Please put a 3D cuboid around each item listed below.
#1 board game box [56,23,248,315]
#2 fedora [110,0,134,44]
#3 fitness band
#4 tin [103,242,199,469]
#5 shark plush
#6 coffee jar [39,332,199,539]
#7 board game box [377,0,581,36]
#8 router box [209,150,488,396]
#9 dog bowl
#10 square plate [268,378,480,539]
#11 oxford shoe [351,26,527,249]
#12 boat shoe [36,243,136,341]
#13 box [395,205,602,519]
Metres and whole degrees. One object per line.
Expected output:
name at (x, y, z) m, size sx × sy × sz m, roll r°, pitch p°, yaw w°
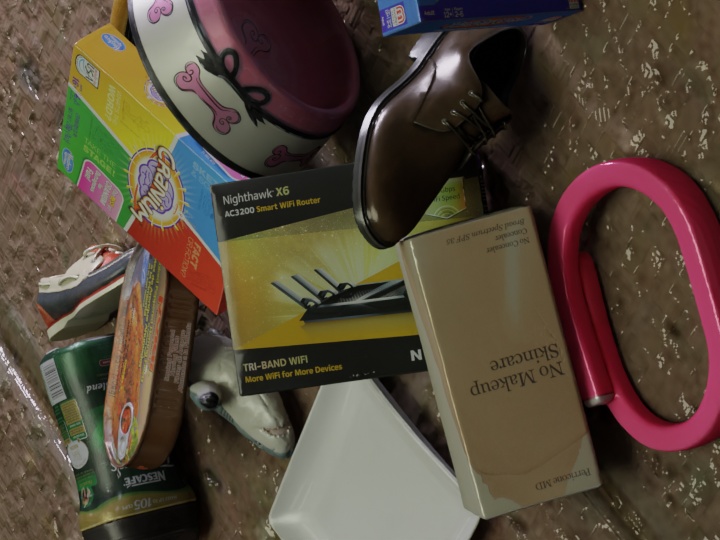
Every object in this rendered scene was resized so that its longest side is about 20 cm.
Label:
board game box at (-0.159, -0.081, 1.765) m, size 0.200 × 0.040 × 0.153 m, roll 41°, pitch 143°, yaw 20°
fedora at (-0.135, -0.169, 1.805) m, size 0.200 × 0.082 × 0.202 m, roll 30°, pitch 128°, yaw 47°
fitness band at (0.192, 0.023, 1.469) m, size 0.143 × 0.037 × 0.201 m, roll -24°, pitch 79°, yaw 51°
tin at (-0.176, 0.069, 1.850) m, size 0.112 × 0.042 × 0.201 m, roll -179°, pitch 98°, yaw -69°
shark plush at (-0.129, 0.103, 1.870) m, size 0.199 × 0.091 × 0.084 m, roll 10°, pitch 136°, yaw 45°
coffee jar at (-0.213, 0.160, 1.952) m, size 0.085 × 0.104 × 0.201 m, roll -24°, pitch 79°, yaw 53°
board game box at (0.065, -0.264, 1.479) m, size 0.045 × 0.152 × 0.201 m, roll -15°, pitch 86°, yaw 51°
router box at (0.000, 0.000, 1.597) m, size 0.199 × 0.052 × 0.158 m, roll -9°, pitch 91°, yaw 7°
dog bowl at (-0.080, -0.171, 1.658) m, size 0.074 × 0.200 × 0.201 m, roll -31°, pitch 72°, yaw 29°
square plate at (0.014, 0.193, 1.735) m, size 0.198 × 0.028 × 0.201 m, roll 48°, pitch 132°, yaw 34°
oxford shoe at (0.056, -0.101, 1.514) m, size 0.084 × 0.073 × 0.201 m, roll 1°, pitch 55°, yaw 44°
boat shoe at (-0.239, 0.009, 1.986) m, size 0.200 × 0.071 × 0.063 m, roll -30°, pitch 71°, yaw 54°
box at (0.095, 0.063, 1.522) m, size 0.078 × 0.094 × 0.201 m, roll -178°, pitch 72°, yaw -83°
